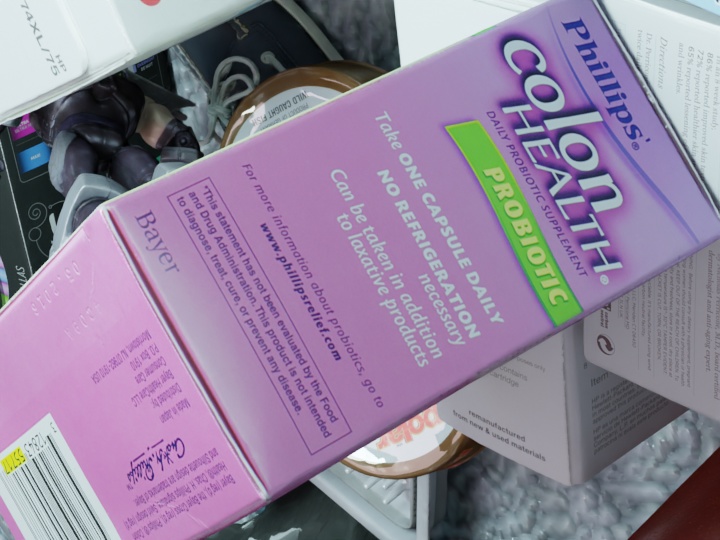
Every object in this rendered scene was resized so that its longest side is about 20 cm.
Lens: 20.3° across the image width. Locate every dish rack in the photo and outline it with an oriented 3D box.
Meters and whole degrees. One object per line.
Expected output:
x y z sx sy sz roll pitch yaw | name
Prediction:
-0.012 0.047 1.062 0.171 0.043 0.201 36 148 28 | dish rack

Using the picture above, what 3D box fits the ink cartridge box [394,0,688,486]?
0.099 -0.041 0.795 0.086 0.146 0.201 22 130 43 | ink cartridge box

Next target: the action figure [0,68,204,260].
-0.124 -0.052 0.943 0.200 0.129 0.070 -121 42 -56 | action figure

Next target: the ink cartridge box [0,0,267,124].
-0.088 -0.177 0.882 0.146 0.200 0.147 -15 102 54 | ink cartridge box

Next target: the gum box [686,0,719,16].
0.103 -0.164 0.683 0.200 0.170 0.045 32 136 34 | gum box

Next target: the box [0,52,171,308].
-0.190 -0.064 1.154 0.148 0.124 0.201 20 130 42 | box

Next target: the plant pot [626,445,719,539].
0.181 0.144 0.783 0.200 0.195 0.202 29 135 35 | plant pot

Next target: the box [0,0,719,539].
-0.015 0.013 0.670 0.097 0.200 0.176 59 146 3 | box

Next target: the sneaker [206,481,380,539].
-0.037 0.184 1.203 0.086 0.081 0.200 43 147 -17 | sneaker

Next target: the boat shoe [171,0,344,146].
-0.042 -0.080 1.013 0.200 0.062 0.075 46 144 20 | boat shoe

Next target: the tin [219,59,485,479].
0.000 0.000 0.935 0.112 0.042 0.201 -26 83 34 | tin

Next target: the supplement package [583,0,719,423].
0.198 -0.027 0.679 0.200 0.150 0.152 26 132 39 | supplement package
